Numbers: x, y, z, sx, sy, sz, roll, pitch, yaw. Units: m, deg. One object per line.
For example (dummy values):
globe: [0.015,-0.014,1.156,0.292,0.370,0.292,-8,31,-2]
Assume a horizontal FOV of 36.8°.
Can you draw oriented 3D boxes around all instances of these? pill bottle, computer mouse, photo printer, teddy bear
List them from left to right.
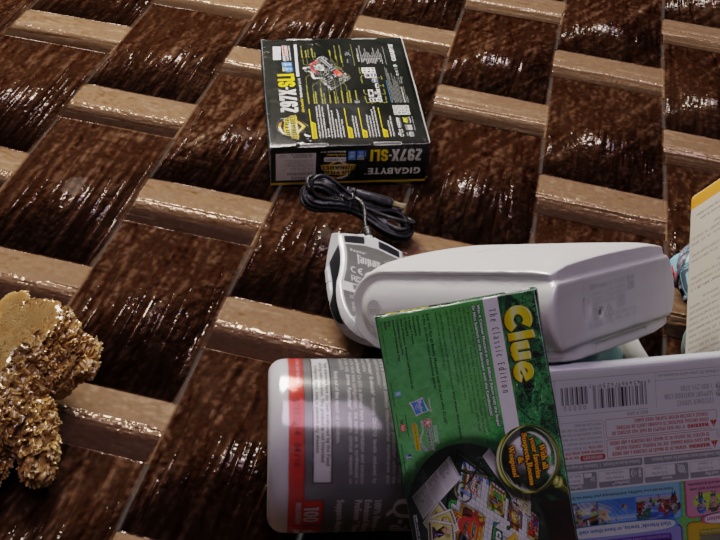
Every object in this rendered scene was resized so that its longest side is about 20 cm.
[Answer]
teddy bear: [-0.270,0.109,0.772,0.142,0.067,0.202,2,47,11]
computer mouse: [0.000,0.000,0.921,0.108,0.044,0.202,17,39,-17]
pill bottle: [0.034,0.119,0.741,0.196,0.117,0.117,0,41,-5]
photo printer: [0.105,0.019,0.797,0.198,0.071,0.165,0,8,45]

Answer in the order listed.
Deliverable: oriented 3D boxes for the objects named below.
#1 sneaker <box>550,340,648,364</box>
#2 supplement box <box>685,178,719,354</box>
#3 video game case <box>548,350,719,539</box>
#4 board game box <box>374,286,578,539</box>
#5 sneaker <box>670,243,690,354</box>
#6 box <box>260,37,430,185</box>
sneaker: [0.187,0.103,0.816,0.080,0.075,0.201,-12,35,-8]
supplement box: [0.314,0.040,0.808,0.124,0.074,0.203,13,71,-11]
video game case: [0.209,0.148,0.704,0.196,0.186,0.022,-4,0,-10]
board game box: [0.075,0.119,0.669,0.103,0.204,0.023,-9,0,5]
sneaker: [0.305,0.021,0.927,0.094,0.080,0.200,6,37,37]
box: [-0.021,-0.168,1.107,0.157,0.050,0.202,-4,43,-6]
